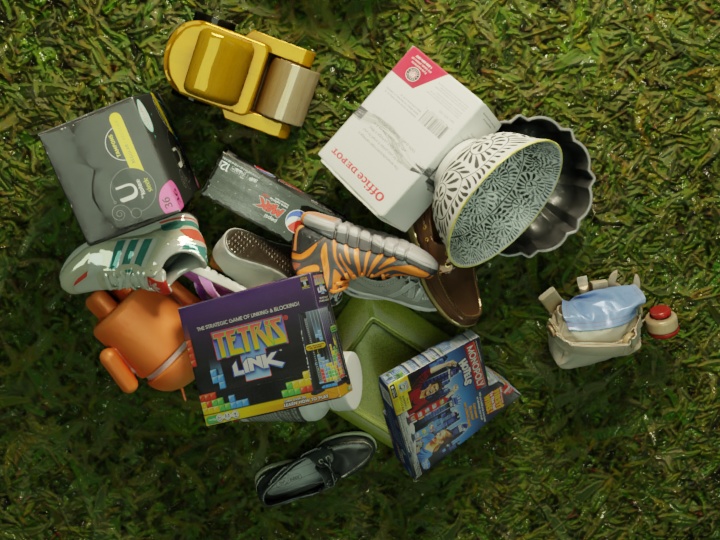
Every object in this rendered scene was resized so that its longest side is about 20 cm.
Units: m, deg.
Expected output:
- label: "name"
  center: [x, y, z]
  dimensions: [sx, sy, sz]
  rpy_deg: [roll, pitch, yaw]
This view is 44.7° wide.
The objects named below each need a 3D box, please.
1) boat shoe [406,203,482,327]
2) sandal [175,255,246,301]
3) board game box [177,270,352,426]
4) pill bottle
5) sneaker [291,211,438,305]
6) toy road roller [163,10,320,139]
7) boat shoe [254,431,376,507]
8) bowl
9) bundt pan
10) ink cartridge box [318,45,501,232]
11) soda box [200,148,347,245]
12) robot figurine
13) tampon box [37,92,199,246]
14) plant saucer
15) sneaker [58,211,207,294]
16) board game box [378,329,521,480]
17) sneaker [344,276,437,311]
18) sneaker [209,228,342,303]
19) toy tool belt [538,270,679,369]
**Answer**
- label: "boat shoe"
  center: [0.118, -0.020, 1.205]
  dimensions: [0.072, 0.068, 0.200]
  rpy_deg: [-10, 71, -31]
- label: "sandal"
  center: [-0.215, 0.029, 1.244]
  dimensions: [0.202, 0.082, 0.050]
  rpy_deg: [30, 76, 3]
- label: "board game box"
  center: [-0.127, 0.104, 1.158]
  dimensions: [0.200, 0.057, 0.166]
  rpy_deg: [-15, 90, 17]
- label: "pill bottle"
  center: [-0.104, 0.158, 1.241]
  dimensions: [0.200, 0.111, 0.111]
  rpy_deg: [-3, 105, 17]
- label: "sneaker"
  center: [0.000, 0.000, 1.186]
  dimensions: [0.200, 0.078, 0.112]
  rpy_deg: [19, 101, 11]
- label: "toy road roller"
  center: [-0.158, -0.255, 1.147]
  dimensions: [0.200, 0.146, 0.123]
  rpy_deg: [19, 102, -8]
- label: "boat shoe"
  center: [-0.067, 0.307, 1.331]
  dimensions: [0.199, 0.066, 0.075]
  rpy_deg: [-16, 107, 1]
- label: "bowl"
  center: [0.158, -0.110, 1.135]
  dimensions: [0.201, 0.201, 0.094]
  rpy_deg: [-49, 62, 8]
- label: "bundt pan"
  center: [0.225, -0.123, 1.243]
  dimensions: [0.201, 0.076, 0.202]
  rpy_deg: [-1, 104, -3]
- label: "ink cartridge box"
  center: [0.064, -0.175, 1.182]
  dimensions: [0.200, 0.083, 0.145]
  rpy_deg: [-48, 62, 8]
- label: "soda box"
  center: [-0.120, -0.092, 1.232]
  dimensions: [0.200, 0.063, 0.071]
  rpy_deg: [29, 100, -10]
- label: "robot figurine"
  center: [-0.294, 0.091, 1.236]
  dimensions: [0.117, 0.144, 0.200]
  rpy_deg: [-39, 104, 24]
- label: "tampon box"
  center: [-0.304, -0.139, 1.136]
  dimensions: [0.126, 0.200, 0.150]
  rpy_deg: [-21, 105, 1]
- label: "plant saucer"
  center: [0.032, 0.152, 1.311]
  dimensions: [0.200, 0.048, 0.200]
  rpy_deg: [34, 99, -11]
- label: "sneaker"
  center: [-0.296, -0.004, 1.158]
  dimensions: [0.199, 0.093, 0.070]
  rpy_deg: [-22, 147, -13]
- label: "board game box"
  center: [0.131, 0.177, 1.275]
  dimensions: [0.200, 0.062, 0.200]
  rpy_deg: [-27, 127, -15]
- label: "sneaker"
  center: [0.070, 0.012, 1.250]
  dimensions: [0.200, 0.082, 0.075]
  rpy_deg: [1, 68, -4]
- label: "sneaker"
  center: [-0.123, 0.005, 1.265]
  dimensions: [0.200, 0.073, 0.085]
  rpy_deg: [27, 142, -21]
- label: "toy tool belt"
  center: [0.364, 0.060, 1.277]
  dimensions: [0.200, 0.125, 0.123]
  rpy_deg: [-15, 113, -1]
